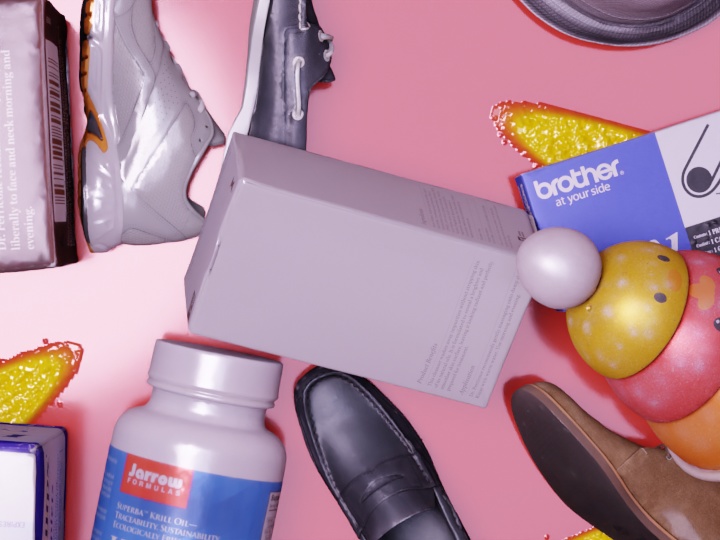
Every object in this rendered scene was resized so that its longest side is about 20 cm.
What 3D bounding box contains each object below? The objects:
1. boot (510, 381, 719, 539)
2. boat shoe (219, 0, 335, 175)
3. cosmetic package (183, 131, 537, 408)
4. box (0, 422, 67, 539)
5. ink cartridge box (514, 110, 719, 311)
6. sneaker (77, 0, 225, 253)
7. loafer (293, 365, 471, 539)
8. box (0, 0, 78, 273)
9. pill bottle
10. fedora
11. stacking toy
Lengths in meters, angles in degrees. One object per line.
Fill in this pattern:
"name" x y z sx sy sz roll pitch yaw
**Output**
"boot" 0.180 0.134 1.638 0.200 0.074 0.075 45 69 -5
"boat shoe" -0.046 -0.125 1.616 0.060 0.076 0.200 11 102 -2
"cosmetic package" 0.000 0.000 1.581 0.200 0.081 0.113 17 113 -12
"box" -0.275 0.144 1.544 0.184 0.200 0.105 3 90 -2
"ink cartridge box" 0.208 -0.047 1.638 0.200 0.044 0.094 -18 90 -2
"sneaker" -0.131 -0.111 1.617 0.092 0.076 0.200 0 99 -10
"loafer" 0.024 0.147 1.621 0.068 0.070 0.201 -32 92 -2
"box" -0.279 -0.078 1.558 0.200 0.164 0.166 -2 92 -2
"pill bottle" -0.108 0.147 1.596 0.112 0.112 0.200 10 91 -2
"fedora" 0.164 -0.237 1.609 0.177 0.090 0.200 -32 92 -2
"stacking toy" 0.175 0.032 1.551 0.200 0.146 0.146 26 90 -29
